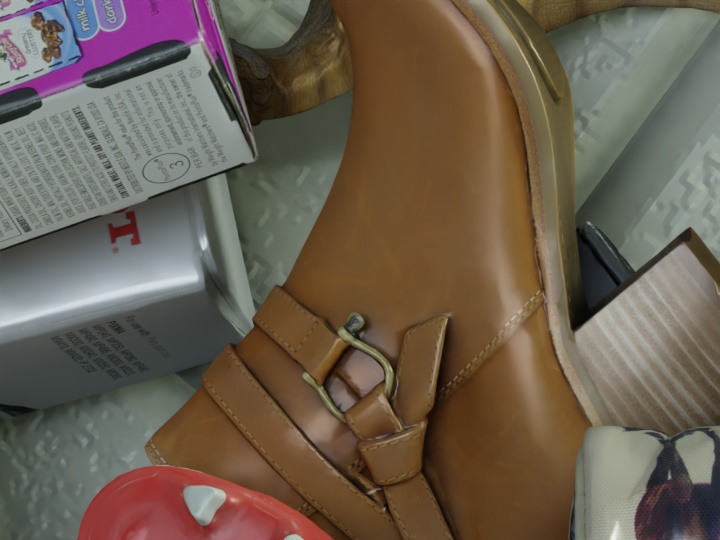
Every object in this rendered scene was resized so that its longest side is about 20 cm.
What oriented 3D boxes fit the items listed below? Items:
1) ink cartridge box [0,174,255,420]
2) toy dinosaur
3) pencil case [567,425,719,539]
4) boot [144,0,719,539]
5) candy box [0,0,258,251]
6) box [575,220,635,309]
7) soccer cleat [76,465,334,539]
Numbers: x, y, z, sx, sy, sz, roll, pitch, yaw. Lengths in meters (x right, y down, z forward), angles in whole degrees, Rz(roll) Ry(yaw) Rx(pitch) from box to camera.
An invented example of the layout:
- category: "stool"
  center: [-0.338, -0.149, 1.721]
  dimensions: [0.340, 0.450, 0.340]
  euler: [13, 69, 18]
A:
- category: "ink cartridge box"
  center: [-0.143, -0.027, 0.826]
  dimensions: [0.199, 0.084, 0.145]
  euler: [-15, 71, 6]
- category: "toy dinosaur"
  center: [0.036, -0.085, 0.816]
  dimensions: [0.199, 0.060, 0.107]
  euler: [-13, 72, -11]
- category: "pencil case"
  center: [0.144, 0.078, 0.673]
  dimensions: [0.199, 0.078, 0.090]
  euler: [-2, 51, 1]
- category: "boot"
  center: [0.000, 0.000, 0.740]
  dimensions: [0.155, 0.074, 0.200]
  euler: [-38, 77, 11]
- category: "candy box"
  center: [-0.140, -0.063, 0.746]
  dimensions: [0.199, 0.061, 0.137]
  euler: [-18, 55, 4]
- category: "box"
  center: [0.046, 0.124, 0.770]
  dimensions: [0.200, 0.050, 0.199]
  euler: [-37, 71, 6]
- category: "soccer cleat"
  center: [0.010, 0.122, 0.702]
  dimensions: [0.200, 0.085, 0.069]
  euler: [34, 86, 11]
